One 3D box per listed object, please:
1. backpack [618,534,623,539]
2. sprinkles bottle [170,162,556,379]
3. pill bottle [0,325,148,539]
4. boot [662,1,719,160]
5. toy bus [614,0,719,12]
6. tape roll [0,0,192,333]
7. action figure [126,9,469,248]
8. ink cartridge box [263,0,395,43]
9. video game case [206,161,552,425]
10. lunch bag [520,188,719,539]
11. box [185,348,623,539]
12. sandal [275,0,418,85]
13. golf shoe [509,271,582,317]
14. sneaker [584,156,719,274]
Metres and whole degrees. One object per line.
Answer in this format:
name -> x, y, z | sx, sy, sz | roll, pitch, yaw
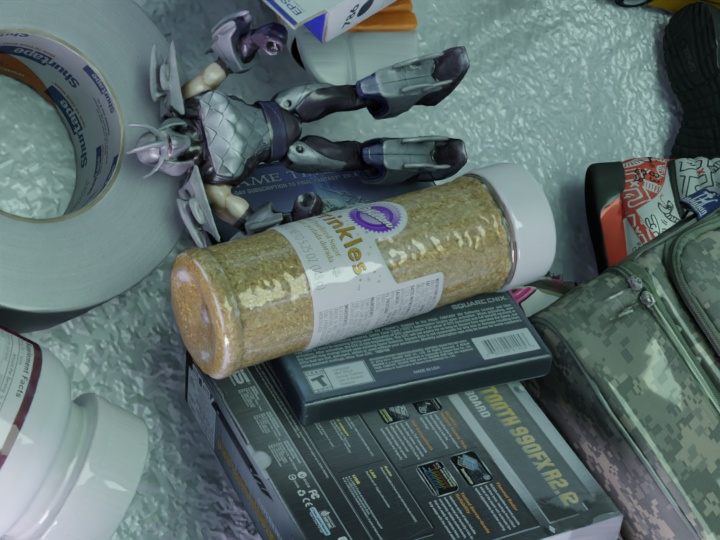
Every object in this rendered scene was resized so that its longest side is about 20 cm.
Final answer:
backpack -> 0.054, 0.200, 0.900 | 0.200, 0.151, 0.178 | -19, 82, -22
sprinkles bottle -> 0.004, -0.002, 0.849 | 0.200, 0.068, 0.068 | -17, 87, -26
pill bottle -> -0.212, 0.070, 0.797 | 0.200, 0.110, 0.110 | 30, 63, -23
boot -> 0.289, -0.093, 1.185 | 0.132, 0.070, 0.200 | 10, 77, -37
toy bus -> 0.266, -0.225, 1.194 | 0.200, 0.078, 0.065 | 6, 74, -31
tape roll -> -0.187, -0.069, 0.875 | 0.200, 0.066, 0.201 | 9, 72, -30
action figure -> -0.036, -0.079, 0.895 | 0.200, 0.069, 0.130 | -10, 93, -30
ink cartridge box -> -0.011, -0.191, 0.903 | 0.099, 0.039, 0.200 | 46, 50, 12
video game case -> 0.000, 0.000, 0.913 | 0.143, 0.019, 0.200 | -10, 42, -20
lunch bag -> 0.196, 0.073, 0.936 | 0.168, 0.139, 0.200 | -29, 78, -20
box -> 0.016, 0.095, 0.851 | 0.158, 0.048, 0.200 | -13, 43, -24
sandal -> -0.017, -0.178, 1.019 | 0.079, 0.059, 0.207 | 5, 53, -21
golf shoe -> 0.062, 0.035, 1.009 | 0.200, 0.073, 0.092 | 8, 88, -23
sneaker -> 0.214, 0.018, 1.070 | 0.108, 0.067, 0.202 | -6, 70, 0
